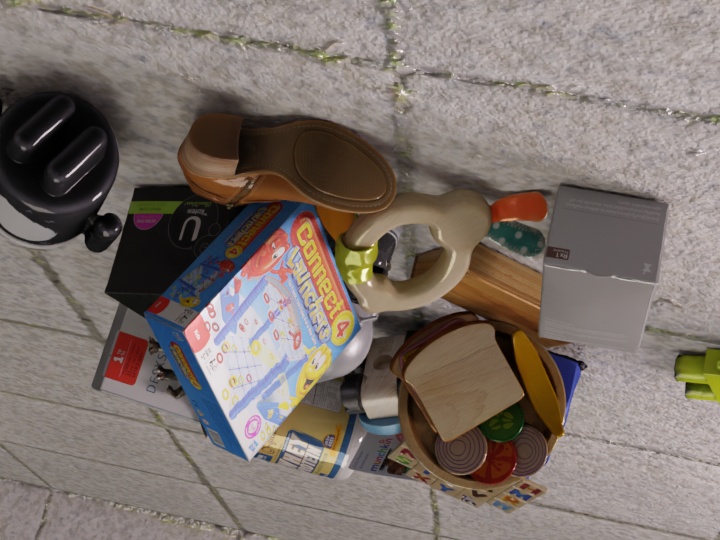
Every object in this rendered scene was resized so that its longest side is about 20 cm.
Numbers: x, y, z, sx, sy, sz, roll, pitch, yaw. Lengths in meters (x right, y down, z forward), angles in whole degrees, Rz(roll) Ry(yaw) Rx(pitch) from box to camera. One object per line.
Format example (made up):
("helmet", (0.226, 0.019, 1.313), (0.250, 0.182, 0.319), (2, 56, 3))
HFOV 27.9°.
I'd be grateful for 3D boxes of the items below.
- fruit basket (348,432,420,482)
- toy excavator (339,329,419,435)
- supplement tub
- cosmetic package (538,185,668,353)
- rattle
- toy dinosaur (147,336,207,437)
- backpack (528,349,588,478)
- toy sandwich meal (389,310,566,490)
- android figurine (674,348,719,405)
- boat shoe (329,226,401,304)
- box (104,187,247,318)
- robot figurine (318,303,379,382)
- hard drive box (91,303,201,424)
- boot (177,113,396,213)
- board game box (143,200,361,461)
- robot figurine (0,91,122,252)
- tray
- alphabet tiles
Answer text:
("fruit basket", (0.106, 0.215, 1.921), (0.199, 0.185, 0.094), (12, 127, 17))
("toy excavator", (0.058, 0.154, 1.805), (0.099, 0.195, 0.201), (-7, 130, 17))
("supplement tub", (-0.094, 0.199, 2.011), (0.199, 0.146, 0.145), (16, 160, -8))
("cosmetic package", (0.224, 0.003, 1.360), (0.106, 0.091, 0.200), (11, 157, 8))
("rattle", (0.068, -0.052, 1.378), (0.199, 0.143, 0.131), (-28, 112, 5))
("toy dinosaur", (-0.190, 0.106, 1.722), (0.101, 0.202, 0.077), (-6, -174, 12))
("backpack", (0.164, 0.176, 1.753), (0.162, 0.169, 0.200), (22, 164, 8))
("toy sandwich meal", (0.130, 0.141, 1.554), (0.204, 0.207, 0.070), (15, -176, -3))
("android figurine", (0.456, 0.130, 1.618), (0.199, 0.041, 0.182), (6, 159, 25))
("boat shoe", (0.000, 0.000, 1.523), (0.069, 0.067, 0.200), (17, 160, -9))
("box", (-0.148, 0.007, 1.558), (0.148, 0.125, 0.200), (1, 158, 31))
("robot figurine", (-0.059, 0.075, 1.697), (0.169, 0.114, 0.200), (-22, 180, -32))
("hard drive box", (-0.213, 0.105, 1.804), (0.199, 0.157, 0.077), (19, 175, -18))
("boot", (-0.071, -0.087, 1.344), (0.199, 0.074, 0.155), (18, 165, -4))
("board game box", (-0.101, 0.052, 1.447), (0.056, 0.196, 0.201), (20, 146, 36))
("robot figurine", (-0.299, -0.092, 1.381), (0.124, 0.151, 0.200), (-5, 167, -21))
("tray", (0.161, 0.029, 1.542), (0.199, 0.037, 0.098), (24, 158, -29))
("alphabet tiles", (0.122, 0.236, 1.687), (0.166, 0.006, 0.200), (26, 156, -4))
